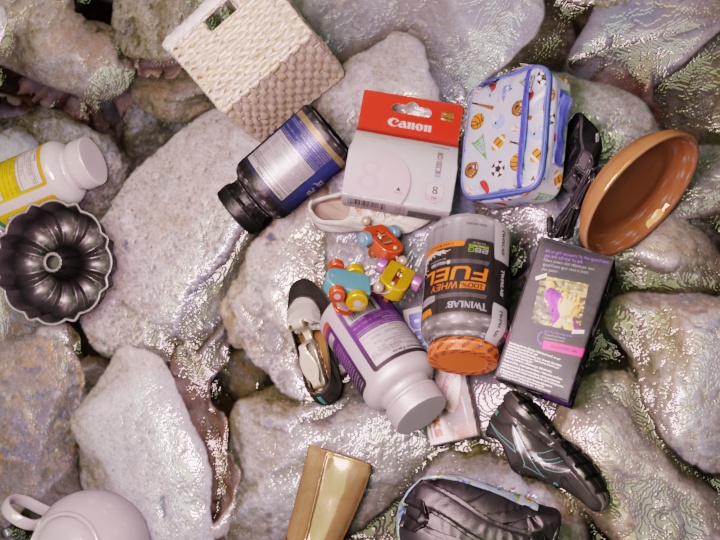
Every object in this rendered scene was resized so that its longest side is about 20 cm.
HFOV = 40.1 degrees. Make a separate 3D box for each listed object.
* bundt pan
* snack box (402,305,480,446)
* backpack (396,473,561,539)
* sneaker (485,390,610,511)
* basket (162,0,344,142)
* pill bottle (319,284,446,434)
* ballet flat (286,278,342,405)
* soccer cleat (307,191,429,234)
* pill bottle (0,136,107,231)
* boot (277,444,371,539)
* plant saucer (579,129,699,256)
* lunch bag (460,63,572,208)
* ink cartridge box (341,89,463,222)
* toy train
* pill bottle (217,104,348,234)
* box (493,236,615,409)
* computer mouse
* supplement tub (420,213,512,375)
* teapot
[{"bbox_3d":[-0.486,-0.011,1.605,0.200,0.076,0.204,0,87,7],"label":"bundt pan"},{"bbox_3d":[0.116,0.146,1.421,0.071,0.024,0.201,-16,73,16],"label":"snack box"},{"bbox_3d":[0.142,0.352,1.314,0.199,0.154,0.164,20,86,-1],"label":"backpack"},{"bbox_3d":[0.253,0.256,1.338,0.079,0.075,0.200,-51,61,15],"label":"sneaker"},{"bbox_3d":[-0.158,-0.328,1.528,0.198,0.200,0.161,-40,75,6],"label":"basket"},{"bbox_3d":[0.035,0.126,1.388,0.111,0.111,0.200,-38,59,6],"label":"pill bottle"},{"bbox_3d":[-0.072,0.100,1.467,0.068,0.068,0.201,-23,71,16],"label":"ballet flat"},{"bbox_3d":[0.018,-0.089,1.477,0.198,0.078,0.070,-5,76,16],"label":"soccer cleat"},{"bbox_3d":[-0.530,-0.149,1.645,0.199,0.113,0.114,-20,72,13],"label":"pill bottle"},{"bbox_3d":[-0.092,0.350,1.423,0.174,0.066,0.201,16,83,8],"label":"boot"},{"bbox_3d":[0.363,-0.106,1.311,0.200,0.200,0.037,-45,56,3],"label":"plant saucer"},{"bbox_3d":[0.223,-0.193,1.405,0.160,0.075,0.202,-6,73,47],"label":"lunch bag"},{"bbox_3d":[0.065,-0.179,1.457,0.161,0.057,0.201,10,73,1],"label":"ink cartridge box"},{"bbox_3d":[0.000,0.000,1.384,0.150,0.199,0.056,44,131,27],"label":"toy train"},{"bbox_3d":[-0.119,-0.152,1.517,0.200,0.112,0.112,-40,69,6],"label":"pill bottle"},{"bbox_3d":[0.266,0.073,1.337,0.105,0.122,0.201,18,83,17],"label":"box"},{"bbox_3d":[0.302,-0.125,1.383,0.046,0.200,0.141,18,123,-6],"label":"computer mouse"},{"bbox_3d":[0.147,0.034,1.364,0.122,0.123,0.201,-3,63,17],"label":"supplement tub"},{"bbox_3d":[-0.422,0.417,1.466,0.199,0.146,0.199,-14,74,15],"label":"teapot"}]
